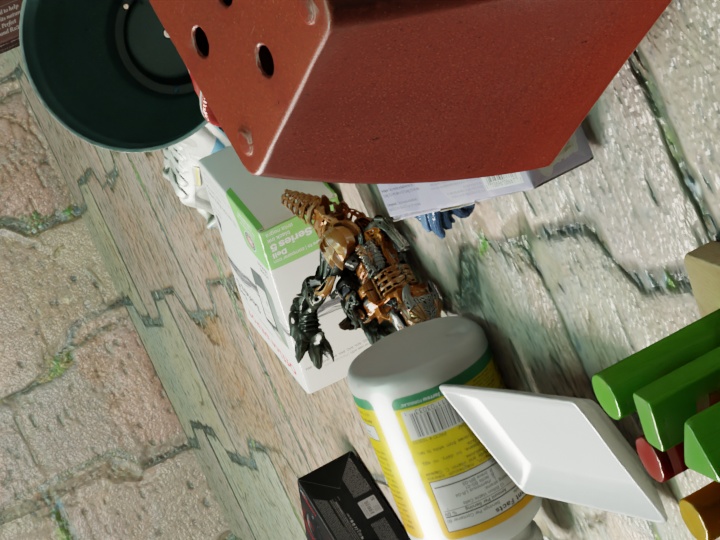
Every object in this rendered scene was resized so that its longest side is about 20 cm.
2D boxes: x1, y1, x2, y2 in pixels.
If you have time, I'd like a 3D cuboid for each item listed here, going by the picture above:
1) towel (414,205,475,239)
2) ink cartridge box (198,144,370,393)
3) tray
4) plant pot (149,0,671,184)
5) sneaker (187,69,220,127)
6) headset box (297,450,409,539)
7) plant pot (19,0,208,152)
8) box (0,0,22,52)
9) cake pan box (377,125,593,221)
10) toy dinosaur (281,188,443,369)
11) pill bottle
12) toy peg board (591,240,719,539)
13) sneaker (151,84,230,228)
[{"bbox_3d":[0.012,-0.124,1.245,0.200,0.048,0.112,56,163,32],"label":"towel"},{"bbox_3d":[-0.065,-0.008,1.654,0.146,0.084,0.200,48,159,49],"label":"ink cartridge box"},{"bbox_3d":[0.132,0.116,1.208,0.107,0.022,0.200,52,162,-14],"label":"tray"},{"bbox_3d":[0.007,-0.154,0.842,0.200,0.176,0.200,60,150,18],"label":"plant pot"},{"bbox_3d":[-0.116,-0.224,1.408,0.116,0.078,0.200,53,139,42],"label":"sneaker"},{"bbox_3d":[0.000,0.323,2.022,0.149,0.075,0.200,55,164,30],"label":"headset box"},{"bbox_3d":[-0.182,-0.209,1.569,0.201,0.200,0.134,65,-167,-3],"label":"plant pot"},{"bbox_3d":[-0.577,-0.405,2.671,0.165,0.166,0.200,67,167,-7],"label":"box"},{"bbox_3d":[0.042,-0.130,1.059,0.185,0.052,0.200,65,157,-6],"label":"cake pan box"},{"bbox_3d":[0.000,0.000,1.471,0.200,0.102,0.136,-110,29,-48],"label":"toy dinosaur"},{"bbox_3d":[0.074,0.146,1.361,0.200,0.113,0.113,68,166,-15],"label":"pill bottle"},{"bbox_3d":[0.205,0.112,0.846,0.200,0.098,0.200,32,145,66],"label":"toy peg board"},{"bbox_3d":[-0.156,-0.109,1.724,0.077,0.081,0.200,54,180,39],"label":"sneaker"}]
